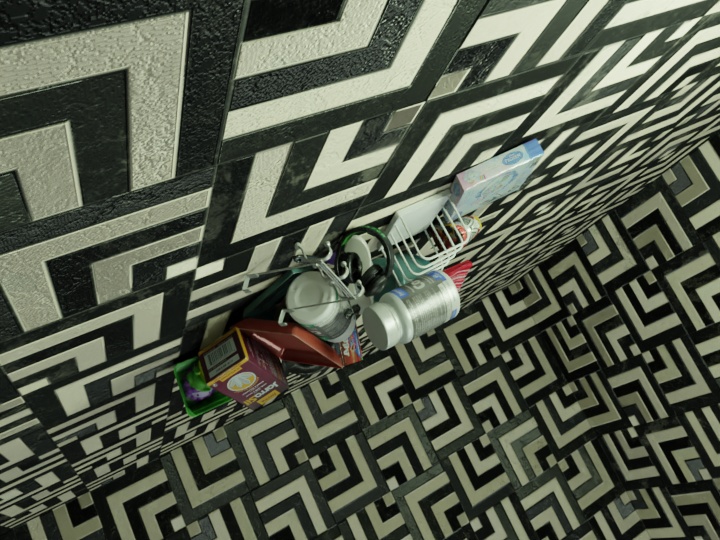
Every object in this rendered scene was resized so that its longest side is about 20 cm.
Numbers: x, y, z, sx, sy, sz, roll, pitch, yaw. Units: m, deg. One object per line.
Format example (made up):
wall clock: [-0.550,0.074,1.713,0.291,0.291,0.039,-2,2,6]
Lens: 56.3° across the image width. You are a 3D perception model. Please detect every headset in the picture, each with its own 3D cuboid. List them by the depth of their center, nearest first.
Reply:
headset: [0.005,0.007,1.375,0.094,0.121,0.205,-22,133,-62]

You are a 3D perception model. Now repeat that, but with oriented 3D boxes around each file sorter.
file sorter: [0.140,-0.063,1.499,0.136,0.127,0.200,-24,167,-18]

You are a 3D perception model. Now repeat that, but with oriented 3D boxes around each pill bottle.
pill bottle: [0.107,0.086,1.442,0.197,0.116,0.114,-24,168,-28]
pill bottle: [-0.080,0.087,1.472,0.111,0.115,0.200,-28,155,5]

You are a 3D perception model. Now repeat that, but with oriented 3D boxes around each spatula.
spatula: [-0.077,-0.026,1.408,0.056,0.021,0.198,-42,162,25]

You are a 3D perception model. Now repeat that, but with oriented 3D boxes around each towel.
towel: [0.192,0.068,1.636,0.142,0.023,0.203,-21,144,-36]

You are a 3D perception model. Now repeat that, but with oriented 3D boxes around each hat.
hat: [-0.130,0.182,1.772,0.196,0.082,0.204,-18,139,-16]

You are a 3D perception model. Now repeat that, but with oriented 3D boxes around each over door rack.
over door rack: [-0.110,0.020,1.301,0.196,0.068,0.148,-20,139,20]

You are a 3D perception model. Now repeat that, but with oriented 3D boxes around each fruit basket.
fruit basket: [-0.344,0.248,1.632,0.210,0.160,0.216,-16,-171,2]

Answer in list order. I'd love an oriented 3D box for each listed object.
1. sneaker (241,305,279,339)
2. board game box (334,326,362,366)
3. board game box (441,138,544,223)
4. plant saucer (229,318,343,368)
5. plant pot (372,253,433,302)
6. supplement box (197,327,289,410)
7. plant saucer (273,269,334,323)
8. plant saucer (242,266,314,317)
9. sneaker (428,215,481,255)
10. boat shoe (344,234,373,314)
sneaker: [-0.226,0.138,1.633,0.197,0.078,0.080,-4,159,-44]
board game box: [-0.043,0.136,1.719,0.019,0.206,0.102,-12,177,30]
board game box: [0.283,-0.193,1.481,0.195,0.044,0.200,-26,168,-10]
plant saucer: [-0.159,0.158,1.502,0.196,0.038,0.199,1,154,36]
plant pot: [0.085,0.048,1.684,0.198,0.204,0.187,-31,162,18]
supplement box: [-0.259,0.224,1.509,0.109,0.087,0.200,-32,144,6]
plant saucer: [-0.115,0.087,1.579,0.198,0.032,0.203,-32,147,-23]
plant saucer: [-0.183,0.045,1.467,0.199,0.019,0.069,-37,166,37]
sneaker: [0.229,-0.089,1.622,0.081,0.079,0.199,-30,-170,-15]
boat shoe: [0.000,0.000,1.459,0.070,0.204,0.069,-7,-144,12]
